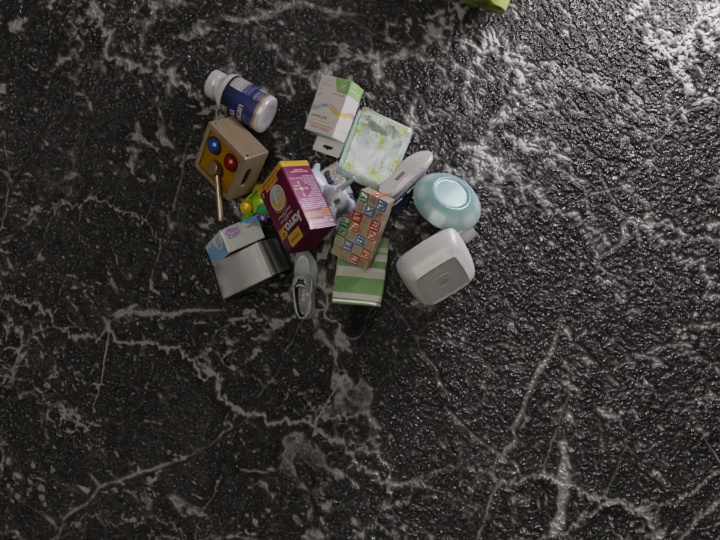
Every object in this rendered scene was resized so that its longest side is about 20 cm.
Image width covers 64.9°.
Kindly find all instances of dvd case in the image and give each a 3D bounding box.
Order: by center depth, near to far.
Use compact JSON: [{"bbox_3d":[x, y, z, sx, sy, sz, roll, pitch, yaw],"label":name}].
[{"bbox_3d":[-0.117,-0.211,1.663,0.197,0.018,0.145,-28,87,10],"label":"dvd case"}]

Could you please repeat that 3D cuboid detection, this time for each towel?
[{"bbox_3d":[0.040,-0.340,1.612,0.168,0.048,0.204,23,96,2],"label":"towel"},{"bbox_3d":[0.000,0.000,1.618,0.148,0.023,0.205,4,71,8],"label":"towel"}]

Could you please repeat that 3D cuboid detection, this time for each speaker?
[{"bbox_3d":[0.228,-0.072,1.584,0.198,0.081,0.082,-37,87,9],"label":"speaker"}]

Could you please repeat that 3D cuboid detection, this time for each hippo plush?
[{"bbox_3d":[-0.115,-0.194,1.568,0.159,0.201,0.160,35,76,14],"label":"hippo plush"}]

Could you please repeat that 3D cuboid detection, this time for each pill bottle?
[{"bbox_3d":[-0.349,-0.495,1.640,0.197,0.111,0.113,31,96,7],"label":"pill bottle"}]

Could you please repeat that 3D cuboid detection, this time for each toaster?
[{"bbox_3d":[-0.299,-0.003,1.614,0.196,0.181,0.121,-24,93,9],"label":"toaster"}]

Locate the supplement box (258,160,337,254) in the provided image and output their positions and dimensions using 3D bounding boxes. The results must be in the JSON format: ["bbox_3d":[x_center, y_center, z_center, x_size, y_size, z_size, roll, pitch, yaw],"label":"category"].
[{"bbox_3d":[-0.167,-0.167,1.484,0.131,0.102,0.203,-39,72,41],"label":"supplement box"}]

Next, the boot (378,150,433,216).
[{"bbox_3d":[0.134,-0.248,1.604,0.199,0.091,0.072,-41,48,-14],"label":"boot"}]

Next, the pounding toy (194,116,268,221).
[{"bbox_3d":[-0.380,-0.288,1.612,0.184,0.142,0.201,44,128,11],"label":"pounding toy"}]

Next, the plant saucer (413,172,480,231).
[{"bbox_3d":[0.241,-0.199,1.536,0.196,0.039,0.205,7,57,-10],"label":"plant saucer"}]

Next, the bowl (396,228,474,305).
[{"bbox_3d":[0.211,0.006,1.532,0.197,0.200,0.075,-30,44,9],"label":"bowl"}]

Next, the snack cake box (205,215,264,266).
[{"bbox_3d":[-0.357,-0.080,1.599,0.113,0.199,0.069,-25,91,-29],"label":"snack cake box"}]

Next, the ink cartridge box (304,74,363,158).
[{"bbox_3d":[-0.083,-0.436,1.604,0.115,0.067,0.205,23,96,33],"label":"ink cartridge box"}]

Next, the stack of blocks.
[{"bbox_3d":[0.005,-0.121,1.557,0.113,0.058,0.204,26,114,14],"label":"stack of blocks"}]

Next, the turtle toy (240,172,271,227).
[{"bbox_3d":[-0.278,-0.191,1.637,0.198,0.147,0.101,-33,110,28],"label":"turtle toy"}]

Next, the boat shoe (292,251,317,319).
[{"bbox_3d":[-0.164,0.042,1.653,0.068,0.071,0.207,-2,92,8],"label":"boat shoe"}]

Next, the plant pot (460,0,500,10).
[{"bbox_3d":[0.349,-0.794,1.494,0.196,0.200,0.189,18,106,7],"label":"plant pot"}]

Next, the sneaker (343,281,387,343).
[{"bbox_3d":[0.014,0.116,1.635,0.075,0.088,0.202,27,72,17],"label":"sneaker"}]
